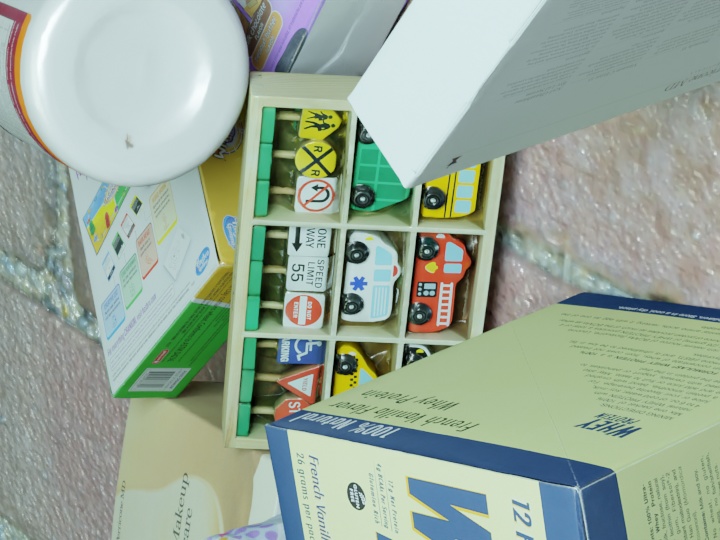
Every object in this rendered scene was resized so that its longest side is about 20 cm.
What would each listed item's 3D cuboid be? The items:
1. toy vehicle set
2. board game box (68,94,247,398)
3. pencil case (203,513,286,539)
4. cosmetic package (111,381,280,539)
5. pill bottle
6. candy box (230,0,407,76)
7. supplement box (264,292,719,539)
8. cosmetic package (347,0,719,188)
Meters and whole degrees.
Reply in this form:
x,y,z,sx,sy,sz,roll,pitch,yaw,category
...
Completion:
x,y,z,sx,sy,sz,roll,pitch,yaw,category
0.000,0.000,1.272,0.027,0.123,0.201,-99,13,-58,toy vehicle set
-0.104,-0.055,1.385,0.153,0.040,0.201,-46,50,51,board game box
0.019,0.145,1.253,0.083,0.199,0.091,-36,71,59,pencil case
-0.060,0.129,1.388,0.200,0.071,0.106,19,103,61,cosmetic package
-0.134,-0.108,1.277,0.200,0.109,0.110,-153,51,-67,pill bottle
-0.050,-0.208,1.273,0.200,0.071,0.168,53,141,20,candy box
0.103,0.109,1.123,0.199,0.199,0.135,6,111,50,supplement box
0.109,-0.115,1.010,0.052,0.199,0.151,55,140,19,cosmetic package
